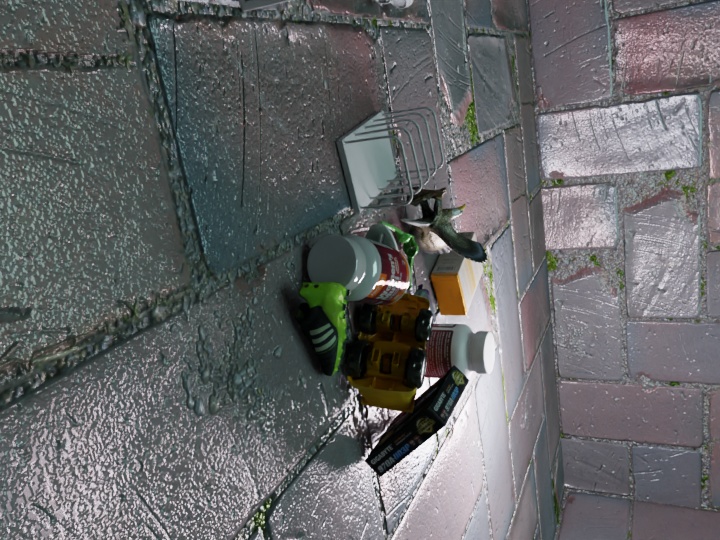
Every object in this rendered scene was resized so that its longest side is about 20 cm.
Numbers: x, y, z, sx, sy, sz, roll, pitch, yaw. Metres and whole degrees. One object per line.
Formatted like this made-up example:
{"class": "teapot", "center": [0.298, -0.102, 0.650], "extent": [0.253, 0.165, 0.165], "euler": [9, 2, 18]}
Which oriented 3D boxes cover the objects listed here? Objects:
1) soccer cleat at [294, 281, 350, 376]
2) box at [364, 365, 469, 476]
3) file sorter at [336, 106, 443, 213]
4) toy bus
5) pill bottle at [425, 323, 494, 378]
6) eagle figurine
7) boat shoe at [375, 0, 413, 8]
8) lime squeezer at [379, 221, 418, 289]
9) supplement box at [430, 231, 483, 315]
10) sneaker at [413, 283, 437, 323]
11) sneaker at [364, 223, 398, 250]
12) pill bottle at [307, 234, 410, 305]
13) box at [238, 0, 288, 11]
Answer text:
{"class": "soccer cleat", "center": [-0.060, 0.091, 0.953], "extent": [0.068, 0.081, 0.201], "euler": [-74, 171, -46]}
{"class": "box", "center": [0.109, 0.285, 1.149], "extent": [0.046, 0.200, 0.159], "euler": [44, 32, 5]}
{"class": "file sorter", "center": [0.064, -0.215, 1.142], "extent": [0.200, 0.124, 0.139], "euler": [-50, 131, -52]}
{"class": "toy bus", "center": [0.066, 0.168, 1.140], "extent": [0.192, 0.135, 0.201], "euler": [75, 25, -53]}
{"class": "pill bottle", "center": [0.167, 0.165, 1.244], "extent": [0.113, 0.199, 0.114], "euler": [4, 85, -62]}
{"class": "eagle figurine", "center": [0.179, -0.090, 1.320], "extent": [0.152, 0.150, 0.201], "euler": [-84, 155, -60]}
{"class": "boat shoe", "center": [0.040, -0.564, 1.185], "extent": [0.201, 0.070, 0.072], "euler": [24, 79, -57]}
{"class": "lime squeezer", "center": [0.088, -0.052, 1.293], "extent": [0.071, 0.038, 0.200], "euler": [-42, 133, -17]}
{"class": "supplement box", "center": [0.249, 0.006, 1.552], "extent": [0.200, 0.073, 0.126], "euler": [-58, 138, -47]}
{"class": "sneaker", "center": [0.159, 0.132, 1.373], "extent": [0.088, 0.074, 0.201], "euler": [-56, 136, -56]}
{"class": "sneaker", "center": [0.048, -0.004, 1.178], "extent": [0.080, 0.070, 0.201], "euler": [-74, 155, -60]}
{"class": "pill bottle", "center": [0.000, 0.000, 1.021], "extent": [0.200, 0.109, 0.110], "euler": [13, 78, -63]}
{"class": "box", "center": [-0.109, -0.491, 0.804], "extent": [0.199, 0.130, 0.200], "euler": [63, 37, -40]}
